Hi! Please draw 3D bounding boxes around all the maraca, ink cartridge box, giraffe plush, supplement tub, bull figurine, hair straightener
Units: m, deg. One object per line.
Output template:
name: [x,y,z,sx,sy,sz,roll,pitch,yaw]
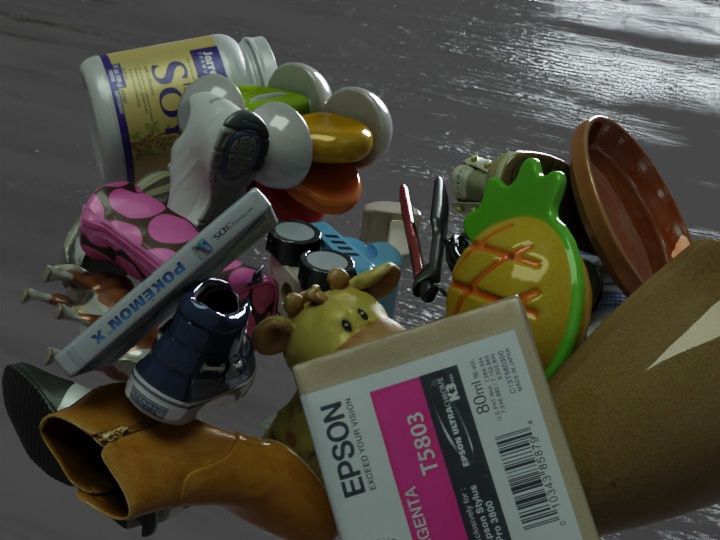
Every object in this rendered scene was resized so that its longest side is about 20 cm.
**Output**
maraca: [0.125,0.007,1.118,0.137,0.107,0.200,-24,57,43]
ink cartridge box: [0.060,0.137,0.937,0.165,0.075,0.200,-18,74,2]
giraffe plush: [-0.001,0.084,1.071,0.200,0.162,0.173,12,36,22]
supplement tub: [-0.192,-0.175,1.515,0.200,0.146,0.145,-13,34,-14]
bull figurine: [-0.219,0.052,1.220,0.121,0.065,0.200,18,13,-30]
hair straightener: [0.077,-0.030,1.246,0.077,0.041,0.200,-13,27,5]

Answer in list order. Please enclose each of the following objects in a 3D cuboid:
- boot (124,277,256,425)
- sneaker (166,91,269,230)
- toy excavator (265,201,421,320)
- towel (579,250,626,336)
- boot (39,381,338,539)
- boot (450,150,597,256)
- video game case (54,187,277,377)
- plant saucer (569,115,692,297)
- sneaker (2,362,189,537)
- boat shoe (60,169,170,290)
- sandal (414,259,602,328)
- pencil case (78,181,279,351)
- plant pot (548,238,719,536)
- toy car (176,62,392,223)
boot: [-0.104,0.049,1.043,0.073,0.090,0.200,32,13,2]
sneaker: [-0.147,-0.075,1.311,0.074,0.200,0.087,-2,34,-42]
toy excavator: [0.000,0.000,1.289,0.200,0.100,0.194,-5,29,-29]
towel: [0.191,0.023,1.278,0.147,0.024,0.200,0,31,10]
boot: [-0.122,0.153,0.993,0.201,0.071,0.144,35,24,12]
boot: [0.138,-0.071,1.289,0.155,0.072,0.200,21,1,41]
video game case: [-0.138,0.010,1.052,0.182,0.022,0.200,-41,0,-2]
plant saucer: [0.241,-0.041,1.239,0.032,0.200,0.200,-28,22,28]
sneaker: [-0.200,0.130,1.109,0.200,0.074,0.088,34,39,26]
boat shoe: [-0.215,-0.040,1.372,0.073,0.075,0.200,13,37,25]
sandal: [0.125,0.028,1.205,0.200,0.055,0.082,-19,32,-20]
pencil case: [-0.164,-0.005,1.223,0.200,0.091,0.094,31,25,30]
plant pot: [0.216,0.104,1.028,0.200,0.186,0.186,-29,38,-10]
toy car: [-0.078,-0.116,1.395,0.200,0.150,0.175,27,30,35]
